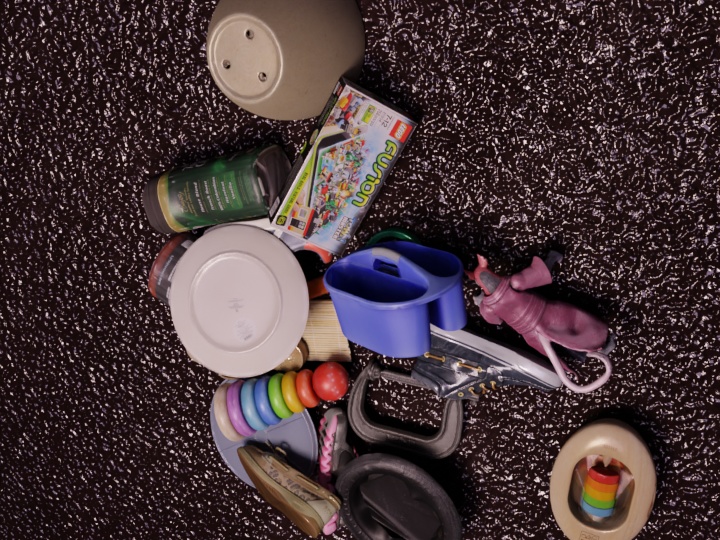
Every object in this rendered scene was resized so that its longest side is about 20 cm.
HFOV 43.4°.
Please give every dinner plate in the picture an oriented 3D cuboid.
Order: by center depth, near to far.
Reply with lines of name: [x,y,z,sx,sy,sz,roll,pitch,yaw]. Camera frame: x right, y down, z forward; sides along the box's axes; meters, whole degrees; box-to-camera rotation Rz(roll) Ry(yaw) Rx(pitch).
dinner plate: [-0.165,0.042,1.206,0.195,0.024,0.205,1,95,11]

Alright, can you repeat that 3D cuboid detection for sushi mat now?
sushi mat: [-0.107,0.088,1.328,0.196,0.012,0.098,-1,112,23]

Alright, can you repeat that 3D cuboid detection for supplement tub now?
supplement tub: [-0.195,0.037,1.281,0.198,0.107,0.108,31,121,13]

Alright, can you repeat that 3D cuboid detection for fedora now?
fedora: [0.062,0.328,1.314,0.196,0.092,0.205,8,118,16]

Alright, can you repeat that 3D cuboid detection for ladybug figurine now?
ladybug figurine: [0.320,0.279,1.197,0.133,0.072,0.204,16,117,15]

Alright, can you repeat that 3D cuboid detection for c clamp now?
c clamp: [0.076,0.178,1.280,0.195,0.027,0.175,6,105,17]

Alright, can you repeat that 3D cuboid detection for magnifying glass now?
magnifying glass: [0.000,0.000,1.242,0.197,0.022,0.081,-21,103,27]

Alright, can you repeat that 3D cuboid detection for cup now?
cup: [-0.109,-0.269,1.097,0.196,0.143,0.205,9,116,19]

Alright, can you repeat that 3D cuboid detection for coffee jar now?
coffee jar: [-0.194,-0.109,1.225,0.196,0.104,0.087,-10,106,25]

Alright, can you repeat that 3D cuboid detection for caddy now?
caddy: [0.042,0.022,1.124,0.198,0.140,0.107,17,128,49]

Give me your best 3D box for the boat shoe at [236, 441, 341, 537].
boat shoe: [-0.109,0.314,1.337,0.199,0.062,0.074,33,150,37]

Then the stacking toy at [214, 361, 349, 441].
stacking toy: [-0.108,0.181,1.297,0.196,0.086,0.087,-17,105,17]

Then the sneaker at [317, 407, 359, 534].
sneaker: [-0.018,0.297,1.359,0.093,0.079,0.205,-2,110,-7]

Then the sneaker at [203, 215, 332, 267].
sneaker: [-0.125,-0.033,1.243,0.196,0.075,0.087,-5,101,24]

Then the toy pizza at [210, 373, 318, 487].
toy pizza: [-0.147,0.248,1.397,0.196,0.032,0.205,9,110,26]

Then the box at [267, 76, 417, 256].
box: [-0.024,-0.127,1.136,0.108,0.035,0.202,22,111,-24]

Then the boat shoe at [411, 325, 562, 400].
boat shoe: [0.164,0.136,1.187,0.197,0.071,0.093,21,95,24]

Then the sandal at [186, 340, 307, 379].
sandal: [-0.184,0.125,1.327,0.207,0.070,0.079,2,113,22]

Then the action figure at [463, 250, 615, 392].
action figure: [0.204,0.059,1.115,0.198,0.150,0.134,32,128,-10]
